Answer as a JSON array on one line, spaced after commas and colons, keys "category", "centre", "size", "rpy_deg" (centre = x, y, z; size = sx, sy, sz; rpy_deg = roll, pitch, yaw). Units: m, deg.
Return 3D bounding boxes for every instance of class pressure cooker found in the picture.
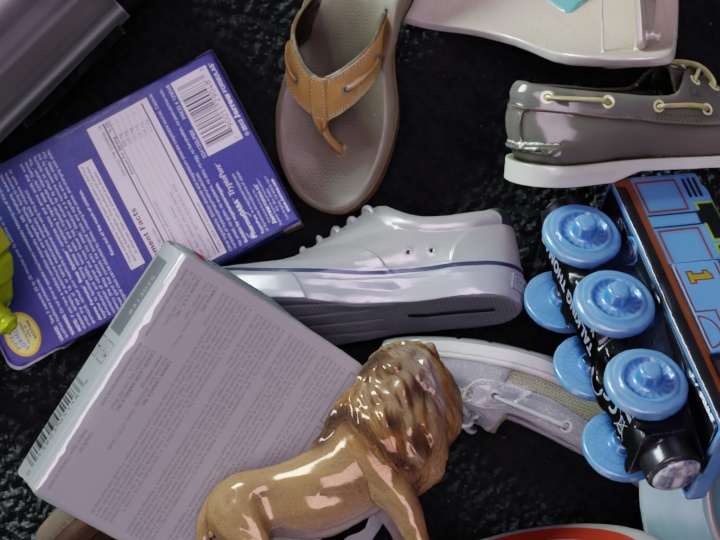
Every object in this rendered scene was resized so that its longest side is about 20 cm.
[{"category": "pressure cooker", "centre": [-0.215, -0.187, 1.108], "size": [0.200, 0.179, 0.176], "rpy_deg": [-45, 84, 0]}]

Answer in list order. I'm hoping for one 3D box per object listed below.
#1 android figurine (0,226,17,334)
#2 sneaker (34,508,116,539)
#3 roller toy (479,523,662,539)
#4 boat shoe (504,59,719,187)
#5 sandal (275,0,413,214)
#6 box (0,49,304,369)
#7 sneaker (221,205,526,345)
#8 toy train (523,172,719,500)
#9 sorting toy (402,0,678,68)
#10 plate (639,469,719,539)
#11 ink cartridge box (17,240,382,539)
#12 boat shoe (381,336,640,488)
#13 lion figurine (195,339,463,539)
[{"category": "android figurine", "centre": [-0.282, -0.024, 1.126], "size": [0.200, 0.182, 0.041], "rpy_deg": [45, 48, -1]}, {"category": "sneaker", "centre": [-0.098, 0.134, 1.143], "size": [0.200, 0.070, 0.076], "rpy_deg": [-32, 80, 0]}, {"category": "roller toy", "centre": [0.104, 0.236, 1.059], "size": [0.182, 0.200, 0.140], "rpy_deg": [-5, 103, 30]}, {"category": "boat shoe", "centre": [0.177, -0.091, 1.115], "size": [0.201, 0.072, 0.061], "rpy_deg": [-9, 105, -20]}, {"category": "sandal", "centre": [-0.011, -0.133, 1.142], "size": [0.080, 0.054, 0.201], "rpy_deg": [20, 105, 21]}, {"category": "box", "centre": [-0.150, -0.035, 1.173], "size": [0.200, 0.032, 0.121], "rpy_deg": [-27, 87, 0]}, {"category": "sneaker", "centre": [0.000, 0.000, 1.155], "size": [0.199, 0.073, 0.071], "rpy_deg": [-2, 62, 4]}, {"category": "toy train", "centre": [0.167, 0.034, 1.073], "size": [0.114, 0.087, 0.200], "rpy_deg": [-7, 51, -15]}, {"category": "sorting toy", "centre": [0.096, -0.218, 1.141], "size": [0.179, 0.107, 0.201], "rpy_deg": [-2, 95, 14]}, {"category": "plate", "centre": [0.259, 0.127, 1.121], "size": [0.199, 0.026, 0.201], "rpy_deg": [1, 88, -16]}, {"category": "ink cartridge box", "centre": [-0.072, 0.100, 1.109], "size": [0.200, 0.050, 0.162], "rpy_deg": [34, 88, -26]}, {"category": "boat shoe", "centre": [0.106, 0.085, 1.138], "size": [0.201, 0.074, 0.065], "rpy_deg": [17, 84, -4]}, {"category": "lion figurine", "centre": [-0.025, 0.127, 1.067], "size": [0.199, 0.072, 0.123], "rpy_deg": [-24, 83, -8]}]
